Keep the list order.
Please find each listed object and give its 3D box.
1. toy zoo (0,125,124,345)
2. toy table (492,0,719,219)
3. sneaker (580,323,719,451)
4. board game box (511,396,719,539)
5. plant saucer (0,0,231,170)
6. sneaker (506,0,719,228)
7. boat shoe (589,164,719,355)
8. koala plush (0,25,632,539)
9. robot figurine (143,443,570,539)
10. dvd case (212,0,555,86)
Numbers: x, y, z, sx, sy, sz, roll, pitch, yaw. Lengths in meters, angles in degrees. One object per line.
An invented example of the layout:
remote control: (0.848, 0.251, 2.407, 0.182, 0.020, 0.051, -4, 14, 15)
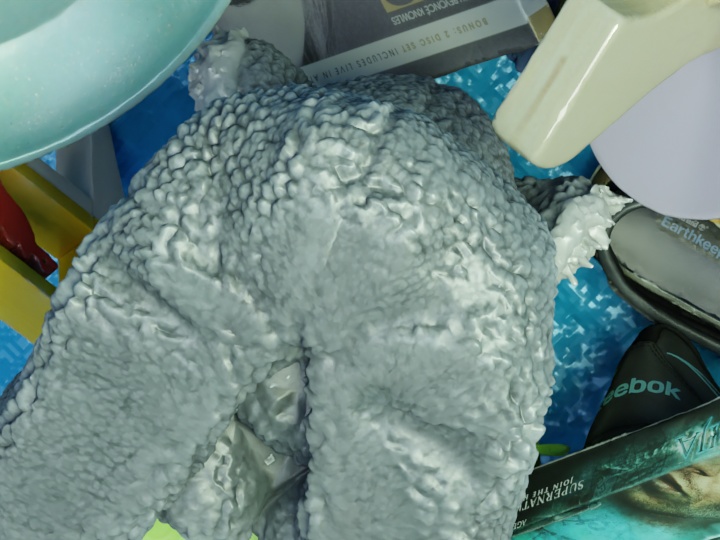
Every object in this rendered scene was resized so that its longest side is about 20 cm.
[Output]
toy zoo: (-0.139, -0.046, 1.028, 0.020, 0.132, 0.200, -35, 126, 22)
toy table: (0.117, -0.107, 0.892, 0.183, 0.117, 0.201, 27, 103, 28)
sneaker: (0.135, 0.102, 1.051, 0.075, 0.080, 0.200, -12, 133, 21)
board game box: (0.151, 0.113, 0.973, 0.135, 0.028, 0.200, -25, 129, 39)
plant saucer: (-0.128, -0.111, 0.889, 0.199, 0.036, 0.201, -14, 137, -13)
sneaker: (0.114, -0.077, 1.016, 0.200, 0.088, 0.075, 50, 120, 21)
boat shoe: (0.167, 0.016, 1.034, 0.199, 0.062, 0.075, 25, 109, 4)
koala plush: (0.000, 0.000, 0.926, 0.177, 0.200, 0.184, 22, 120, 4)
robot figurine: (-0.027, 0.077, 1.041, 0.199, 0.176, 0.116, -18, 114, 2)
dvd case: (-0.028, -0.152, 1.016, 0.148, 0.016, 0.201, -14, 107, 48)
